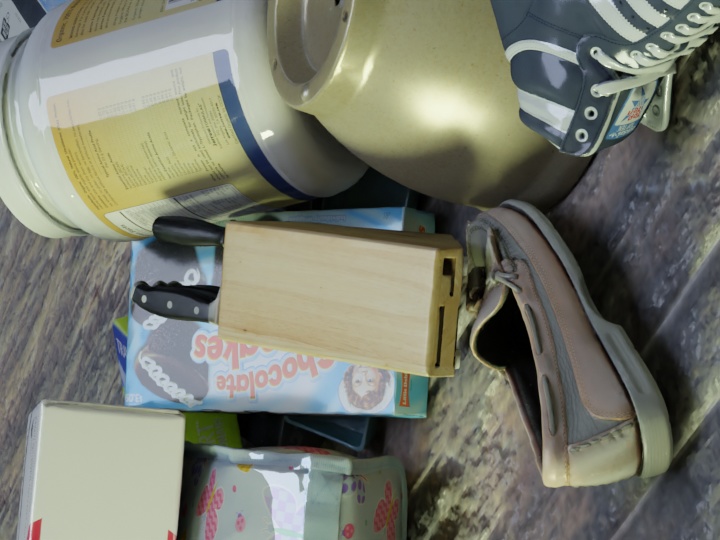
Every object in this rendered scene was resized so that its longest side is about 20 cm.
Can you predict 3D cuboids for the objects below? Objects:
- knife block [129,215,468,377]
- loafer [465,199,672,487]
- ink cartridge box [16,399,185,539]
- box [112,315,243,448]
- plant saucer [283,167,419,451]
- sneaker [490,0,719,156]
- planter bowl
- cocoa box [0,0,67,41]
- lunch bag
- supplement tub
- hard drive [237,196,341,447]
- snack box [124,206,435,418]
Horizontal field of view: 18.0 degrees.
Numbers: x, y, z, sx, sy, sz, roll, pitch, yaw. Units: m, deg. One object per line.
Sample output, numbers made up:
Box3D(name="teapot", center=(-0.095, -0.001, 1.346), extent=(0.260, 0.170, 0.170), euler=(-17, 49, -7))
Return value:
Box3D(name="knife block", center=(-0.037, 0.008, 1.175), extent=(0.200, 0.175, 0.064), euler=(-98, 11, -86))
Box3D(name="loafer", center=(0.081, 0.031, 1.073), extent=(0.200, 0.063, 0.072), euler=(-121, 19, -53))
Box3D(name="ink cartridge box", center=(-0.156, 0.153, 1.316), extent=(0.200, 0.084, 0.145), euler=(150, 125, -79))
Box3D(name="box", center=(-0.111, 0.113, 1.458), extent=(0.122, 0.047, 0.201), euler=(-149, 48, -63))
Box3D(name="plant saucer", center=(0.000, 0.000, 1.320), extent=(0.070, 0.019, 0.201), euler=(18, 102, 44))
Box3D(name="sneaker", center=(0.136, -0.109, 1.001), extent=(0.200, 0.070, 0.109), euler=(-1, 102, 50))
Box3D(name="planter bowl", center=(0.033, -0.134, 1.157), extent=(0.200, 0.134, 0.201), euler=(-173, 90, -66))
Box3D(name="cocoa box", center=(-0.165, -0.194, 1.570), extent=(0.200, 0.133, 0.132), euler=(52, 129, 57))
Box3D(name="lunch bag", center=(-0.039, 0.182, 1.258), extent=(0.200, 0.127, 0.170), euler=(161, 114, -77))
Box3D(name="supplement tub", center=(-0.103, -0.096, 1.285), extent=(0.199, 0.144, 0.145), euler=(-11, 70, 28))
Box3D(name="hard drive", center=(-0.045, 0.008, 1.412), extent=(0.135, 0.042, 0.201), euler=(-157, 73, -66))
Box3D(name="snack box", center=(-0.049, 0.025, 1.309), extent=(0.199, 0.037, 0.117), euler=(-2, 84, 35))
